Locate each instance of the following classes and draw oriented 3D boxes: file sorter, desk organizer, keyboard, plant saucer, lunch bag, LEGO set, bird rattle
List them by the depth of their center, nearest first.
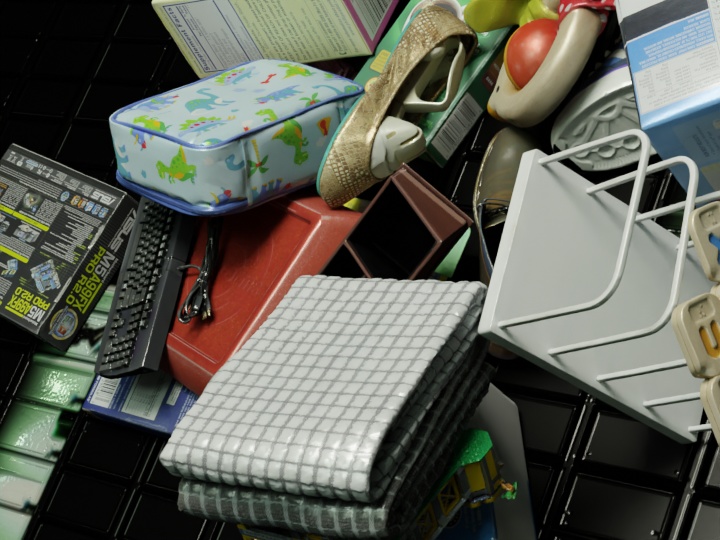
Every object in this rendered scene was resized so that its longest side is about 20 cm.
[{"bbox_3d":[0.206,0.011,1.119,0.124,0.200,0.139,-17,51,53],"label":"file sorter"},{"bbox_3d":[0.009,0.180,1.147,0.200,0.116,0.154,3,37,30],"label":"LEGO set"},{"bbox_3d":[-0.009,0.021,1.265,0.072,0.077,0.200,40,112,6],"label":"desk organizer"},{"bbox_3d":[0.163,-0.188,1.315,0.200,0.113,0.163,10,77,65],"label":"bird rattle"},{"bbox_3d":[-0.109,0.005,1.414,0.200,0.037,0.200,27,81,48],"label":"plant saucer"},{"bbox_3d":[-0.104,-0.117,1.423,0.200,0.083,0.161,-26,33,-38],"label":"lunch bag"},{"bbox_3d":[-0.168,-0.002,1.430,0.127,0.021,0.200,-12,55,36],"label":"keyboard"}]

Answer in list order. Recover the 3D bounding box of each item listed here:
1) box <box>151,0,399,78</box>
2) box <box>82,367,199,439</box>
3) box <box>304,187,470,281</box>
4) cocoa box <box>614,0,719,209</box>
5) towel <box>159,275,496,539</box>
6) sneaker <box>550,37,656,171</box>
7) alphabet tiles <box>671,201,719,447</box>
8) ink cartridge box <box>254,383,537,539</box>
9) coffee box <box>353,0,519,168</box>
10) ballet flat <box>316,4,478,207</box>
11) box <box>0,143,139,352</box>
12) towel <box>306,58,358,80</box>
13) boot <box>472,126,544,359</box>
[{"bbox_3d":[-0.061,-0.281,1.546,0.200,0.097,0.176,-3,46,32],"label":"box"},{"bbox_3d":[-0.144,0.091,1.446,0.200,0.032,0.121,10,69,40],"label":"box"},{"bbox_3d":[0.000,0.000,1.393,0.200,0.048,0.117,13,71,42],"label":"box"},{"bbox_3d":[0.282,-0.120,1.168,0.133,0.200,0.131,-20,54,23],"label":"cocoa box"},{"bbox_3d":[-0.014,0.091,1.108,0.165,0.086,0.200,1,37,32],"label":"towel"},{"bbox_3d":[0.235,-0.179,1.333,0.200,0.081,0.147,-36,31,26],"label":"sneaker"},{"bbox_3d":[0.281,0.038,1.078,0.015,0.200,0.196,-22,90,53],"label":"alphabet tiles"},{"bbox_3d":[0.021,0.178,1.242,0.200,0.084,0.145,-22,54,23],"label":"ink cartridge box"},{"bbox_3d":[0.082,-0.196,1.458,0.123,0.044,0.200,29,82,42],"label":"coffee box"},{"bbox_3d":[0.036,-0.134,1.374,0.065,0.071,0.200,21,75,30],"label":"ballet flat"},{"bbox_3d":[-0.318,-0.026,1.630,0.200,0.044,0.160,22,77,41],"label":"box"},{"bbox_3d":[-0.106,-0.150,1.575,0.200,0.023,0.144,-46,46,2],"label":"towel"},{"bbox_3d":[0.125,-0.041,1.286,0.075,0.097,0.200,2,65,1],"label":"boot"}]
